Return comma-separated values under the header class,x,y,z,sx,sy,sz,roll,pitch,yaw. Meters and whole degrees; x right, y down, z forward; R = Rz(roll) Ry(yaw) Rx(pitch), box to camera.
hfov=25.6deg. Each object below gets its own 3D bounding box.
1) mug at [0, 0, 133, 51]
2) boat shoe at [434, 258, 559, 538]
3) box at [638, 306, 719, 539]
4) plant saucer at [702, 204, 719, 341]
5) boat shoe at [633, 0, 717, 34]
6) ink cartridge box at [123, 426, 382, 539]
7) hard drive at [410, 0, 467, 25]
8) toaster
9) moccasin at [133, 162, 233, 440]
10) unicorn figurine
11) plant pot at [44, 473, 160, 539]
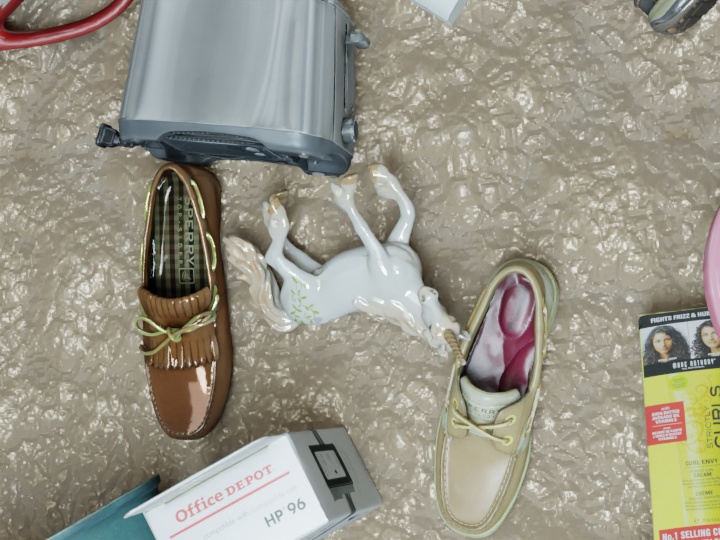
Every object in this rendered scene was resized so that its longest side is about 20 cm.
class,x,y,z,sx,sy,sz,roll,pitch,yaw
mug,-0.276,-0.244,1.204,0.200,0.133,0.178,-45,75,10
boat shoe,0.089,0.088,1.115,0.073,0.066,0.203,10,88,15
box,0.223,0.117,1.035,0.074,0.050,0.202,-7,49,14
plant saucer,0.316,0.015,1.041,0.198,0.051,0.203,3,70,-8
boat shoe,0.258,-0.256,1.095,0.200,0.074,0.073,-46,77,6
ink cartridge box,-0.068,0.163,1.081,0.115,0.200,0.068,-30,79,10
hard drive,0.020,-0.291,1.183,0.199,0.026,0.133,34,94,14
toaster,-0.092,-0.144,1.158,0.197,0.114,0.131,5,84,17
moccasin,-0.131,0.023,1.169,0.073,0.078,0.204,5,91,14
unicorn figurine,0.000,0.000,1.134,0.199,0.074,0.139,-11,100,43
plant pot,-0.182,0.279,1.115,0.199,0.200,0.198,-30,86,10
